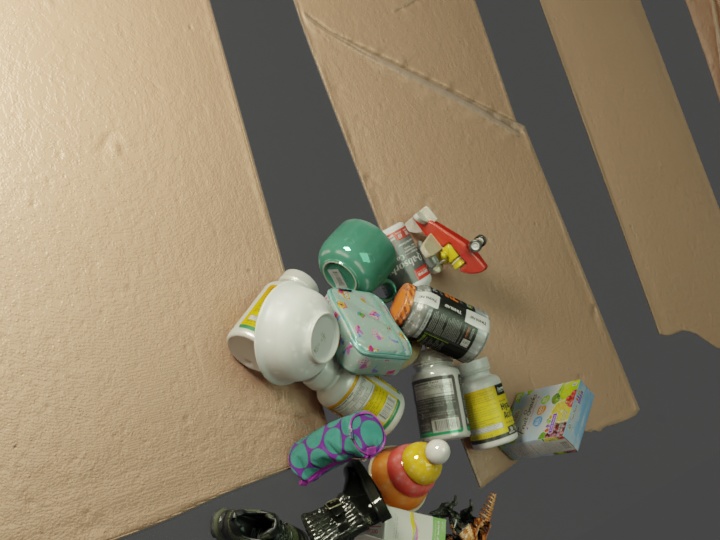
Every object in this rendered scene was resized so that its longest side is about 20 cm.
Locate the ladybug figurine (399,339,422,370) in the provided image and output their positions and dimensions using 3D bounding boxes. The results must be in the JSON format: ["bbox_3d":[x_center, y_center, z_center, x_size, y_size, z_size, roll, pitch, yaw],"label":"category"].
[{"bbox_3d":[0.051,0.165,1.685,0.200,0.072,0.136,-13,66,-39],"label":"ladybug figurine"}]

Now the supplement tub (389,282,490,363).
[{"bbox_3d":[0.169,0.110,1.664,0.200,0.123,0.123,24,58,-13],"label":"supplement tub"}]

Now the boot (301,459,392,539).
[{"bbox_3d":[-0.040,0.451,1.485,0.158,0.211,0.080,-31,105,-5],"label":"boot"}]

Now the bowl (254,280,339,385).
[{"bbox_3d":[-0.101,0.121,1.438,0.201,0.090,0.202,-10,102,-57],"label":"bowl"}]

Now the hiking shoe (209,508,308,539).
[{"bbox_3d":[-0.165,0.475,1.378,0.200,0.101,0.076,25,59,-30],"label":"hiking shoe"}]

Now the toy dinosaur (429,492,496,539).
[{"bbox_3d":[0.228,0.557,1.635,0.200,0.136,0.102,-39,121,0],"label":"toy dinosaur"}]

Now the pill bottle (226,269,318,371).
[{"bbox_3d":[-0.166,0.093,1.521,0.113,0.113,0.200,46,50,-15],"label":"pill bottle"}]

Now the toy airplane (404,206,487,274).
[{"bbox_3d":[0.188,-0.059,1.860,0.200,0.141,0.199,14,25,-32],"label":"toy airplane"}]

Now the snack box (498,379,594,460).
[{"bbox_3d":[0.443,0.360,1.848,0.068,0.200,0.169,45,50,-16],"label":"snack box"}]

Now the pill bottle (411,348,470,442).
[{"bbox_3d":[0.174,0.279,1.721,0.113,0.113,0.201,4,71,-38],"label":"pill bottle"}]

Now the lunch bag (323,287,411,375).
[{"bbox_3d":[0.008,0.119,1.560,0.160,0.077,0.200,8,38,-36],"label":"lunch bag"}]

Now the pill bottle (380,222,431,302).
[{"bbox_3d":[0.092,0.001,1.763,0.116,0.116,0.200,-30,92,-42],"label":"pill bottle"}]

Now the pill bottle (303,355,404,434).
[{"bbox_3d":[-0.017,0.247,1.570,0.200,0.113,0.113,38,53,-22],"label":"pill bottle"}]

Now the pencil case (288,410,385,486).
[{"bbox_3d":[-0.048,0.337,1.462,0.085,0.200,0.093,21,51,-36],"label":"pencil case"}]

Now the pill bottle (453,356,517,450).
[{"bbox_3d":[0.286,0.308,1.802,0.111,0.111,0.201,-11,79,-41],"label":"pill bottle"}]

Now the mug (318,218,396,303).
[{"bbox_3d":[-0.002,-0.009,1.656,0.185,0.152,0.114,33,51,12],"label":"mug"}]

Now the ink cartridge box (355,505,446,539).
[{"bbox_3d":[0.059,0.512,1.533,0.200,0.117,0.068,23,61,-31],"label":"ink cartridge box"}]

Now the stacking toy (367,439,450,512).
[{"bbox_3d":[0.120,0.398,1.563,0.146,0.200,0.146,19,51,-24],"label":"stacking toy"}]
